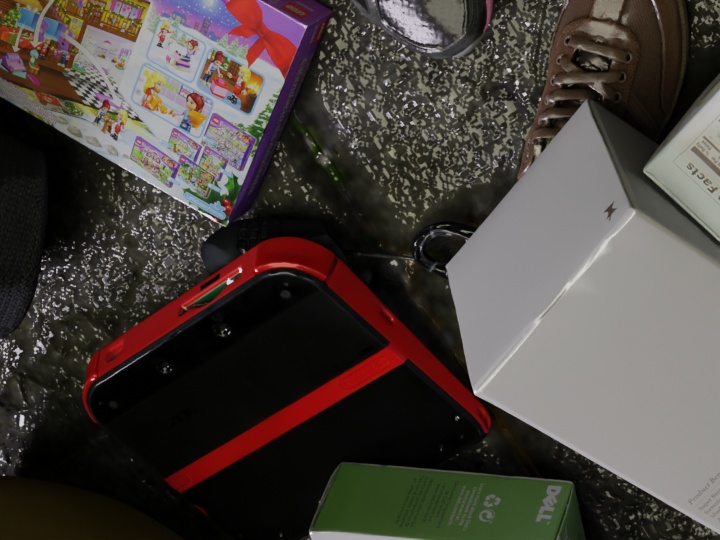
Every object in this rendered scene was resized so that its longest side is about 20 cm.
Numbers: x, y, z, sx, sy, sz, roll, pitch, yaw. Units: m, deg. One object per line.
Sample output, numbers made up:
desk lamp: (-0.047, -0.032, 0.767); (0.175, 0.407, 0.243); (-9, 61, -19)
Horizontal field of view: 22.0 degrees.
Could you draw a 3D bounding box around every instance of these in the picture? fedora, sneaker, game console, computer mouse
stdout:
fedora: (-0.238, -0.022, 1.106); (0.091, 0.201, 0.201); (12, 120, -18)
sneaker: (0.121, -0.071, 0.958); (0.070, 0.076, 0.200); (15, 116, 17)
game console: (-0.049, 0.078, 1.096); (0.200, 0.031, 0.177); (-32, 118, 31)
computer mouse: (0.000, 0.000, 1.054); (0.200, 0.034, 0.059); (1, 132, 21)
sneaker: (-0.011, -0.187, 0.957); (0.079, 0.095, 0.200); (-36, 96, 28)

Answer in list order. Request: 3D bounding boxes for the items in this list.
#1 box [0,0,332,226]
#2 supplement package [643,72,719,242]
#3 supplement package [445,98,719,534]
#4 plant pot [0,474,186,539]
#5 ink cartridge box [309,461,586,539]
box: (-0.130, -0.133, 1.061); (0.200, 0.039, 0.137); (30, 120, 9)
supplement package: (0.264, -0.085, 0.848); (0.151, 0.152, 0.200); (42, 120, 3)
supplement package: (0.160, 0.032, 0.910); (0.200, 0.120, 0.121); (31, 114, -21)
plant pot: (-0.225, 0.220, 1.141); (0.200, 0.194, 0.196); (35, 102, 37)
ink cartridge box: (0.080, 0.174, 1.070); (0.200, 0.059, 0.104); (2, 130, 23)
